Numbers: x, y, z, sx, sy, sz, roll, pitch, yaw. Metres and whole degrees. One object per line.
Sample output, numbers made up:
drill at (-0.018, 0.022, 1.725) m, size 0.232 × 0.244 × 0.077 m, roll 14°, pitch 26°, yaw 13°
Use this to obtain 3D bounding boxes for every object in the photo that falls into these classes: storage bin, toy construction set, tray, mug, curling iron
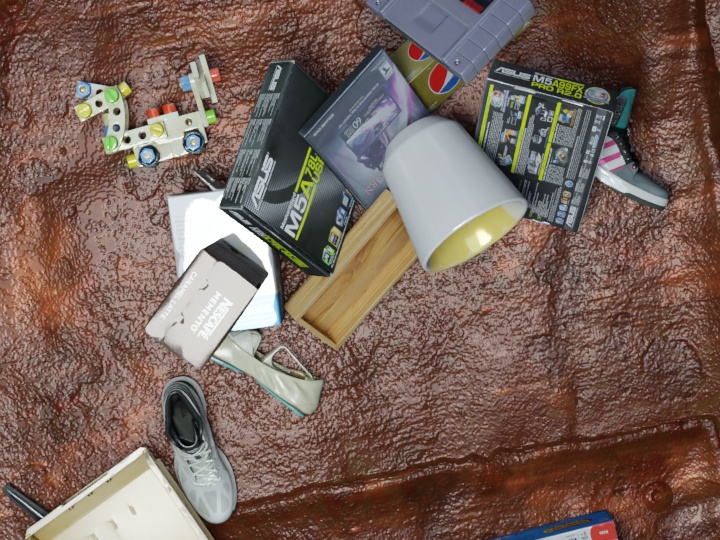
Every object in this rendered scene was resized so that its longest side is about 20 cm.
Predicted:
storage bin at (-0.302, 0.364, 1.641) m, size 0.199 × 0.094 × 0.200 m, roll -35°, pitch 90°, yaw -6°
toy construction set at (-0.262, -0.203, 1.625) m, size 0.197 × 0.092 × 0.133 m, roll -15°, pitch 94°, yaw 12°
tray at (0.000, 0.000, 1.638) m, size 0.200 × 0.037 × 0.098 m, roll -49°, pitch 136°, yaw 2°
mug at (0.096, -0.093, 1.564) m, size 0.148 × 0.187 × 0.154 m, roll -20°, pitch 70°, yaw -34°
curling iron at (-0.391, 0.343, 1.695) m, size 0.198 × 0.026 × 0.050 m, roll 32°, pitch 87°, yaw -3°

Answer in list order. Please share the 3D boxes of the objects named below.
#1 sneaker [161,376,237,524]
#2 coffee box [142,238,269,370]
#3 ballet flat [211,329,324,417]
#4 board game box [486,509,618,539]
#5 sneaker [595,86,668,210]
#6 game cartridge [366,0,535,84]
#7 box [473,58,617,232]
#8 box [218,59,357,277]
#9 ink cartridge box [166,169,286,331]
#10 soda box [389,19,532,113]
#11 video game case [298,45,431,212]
sneaker at (-0.218, 0.244, 1.643) m, size 0.075 × 0.115 × 0.203 m, roll -18°, pitch 95°, yaw 1°
coffee box at (-0.173, 0.035, 1.455) m, size 0.079 × 0.200 × 0.115 m, roll 36°, pitch 94°, yaw -3°
ballet flat at (-0.132, 0.115, 1.659) m, size 0.199 × 0.069 × 0.070 m, roll 34°, pitch 94°, yaw -12°
board game box at (0.261, 0.443, 1.693) m, size 0.197 × 0.056 × 0.199 m, roll -15°, pitch 94°, yaw 1°
sneaker at (0.333, -0.173, 1.634) m, size 0.198 × 0.084 × 0.122 m, roll 31°, pitch 103°, yaw -2°
game cartridge at (0.110, -0.331, 1.579) m, size 0.130 × 0.038 × 0.200 m, roll -49°, pitch 54°, yaw 3°
box at (0.219, -0.152, 1.579) m, size 0.158 × 0.045 × 0.202 m, roll 16°, pitch 136°, yaw 9°
box at (-0.072, -0.122, 1.560) m, size 0.047 × 0.193 × 0.203 m, roll 5°, pitch 68°, yaw 35°
ink cartridge box at (-0.169, -0.030, 1.614) m, size 0.123 × 0.129 × 0.203 m, roll -6°, pitch 96°, yaw 0°
soda box at (0.118, -0.286, 1.616) m, size 0.200 × 0.064 × 0.068 m, roll -42°, pitch 137°, yaw 2°
video game case at (0.022, -0.164, 1.578) m, size 0.143 × 0.019 × 0.200 m, roll -48°, pitch 137°, yaw -4°
